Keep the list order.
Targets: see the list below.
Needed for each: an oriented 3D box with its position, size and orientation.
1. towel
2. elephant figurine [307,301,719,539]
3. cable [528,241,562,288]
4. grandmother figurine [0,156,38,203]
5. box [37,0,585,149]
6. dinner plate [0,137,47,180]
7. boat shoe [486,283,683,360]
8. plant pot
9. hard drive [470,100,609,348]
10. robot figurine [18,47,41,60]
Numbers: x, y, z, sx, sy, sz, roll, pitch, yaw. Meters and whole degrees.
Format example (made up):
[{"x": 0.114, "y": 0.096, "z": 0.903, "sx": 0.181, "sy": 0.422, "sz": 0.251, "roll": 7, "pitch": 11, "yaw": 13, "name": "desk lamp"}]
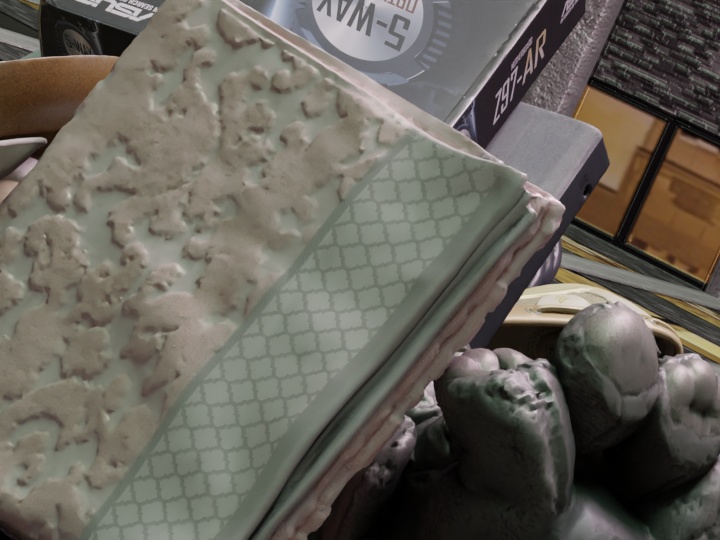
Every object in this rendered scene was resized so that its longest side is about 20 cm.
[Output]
[{"x": -0.058, "y": 0.010, "z": 0.993, "sx": 0.191, "sy": 0.200, "sz": 0.032, "roll": 30, "pitch": -14, "yaw": 38, "name": "towel"}, {"x": 0.031, "y": 0.080, "z": 1.043, "sx": 0.155, "sy": 0.142, "sz": 0.199, "roll": -35, "pitch": 20, "yaw": -35, "name": "elephant figurine"}, {"x": 0.014, "y": 0.006, "z": 1.573, "sx": 0.200, "sy": 0.163, "sz": 0.051, "roll": 9, "pitch": -56, "yaw": 65, "name": "cable"}, {"x": -0.102, "y": 0.013, "z": 1.087, "sx": 0.060, "sy": 0.122, "sz": 0.200, "roll": 32, "pitch": 7, "yaw": -43, "name": "grandmother figurine"}, {"x": -0.019, "y": -0.117, "z": 1.306, "sx": 0.199, "sy": 0.044, "sz": 0.160, "roll": 20, "pitch": 46, "yaw": 19, "name": "box"}, {"x": -0.208, "y": -0.019, "z": 1.051, "sx": 0.199, "sy": 0.024, "sz": 0.200, "roll": -13, "pitch": 1, "yaw": 0, "name": "dinner plate"}, {"x": 0.052, "y": 0.049, "z": 1.339, "sx": 0.200, "sy": 0.074, "sz": 0.063, "roll": -8, "pitch": 11, "yaw": -29, "name": "boat shoe"}, {"x": -0.185, "y": -0.050, "z": 1.173, "sx": 0.199, "sy": 0.028, "sz": 0.200, "roll": -11, "pitch": -3, "yaw": -1, "name": "plant pot"}, {"x": 0.000, "y": 0.000, "z": 1.277, "sx": 0.139, "sy": 0.200, "sz": 0.033, "roll": 20, "pitch": -30, "yaw": 30, "name": "hard drive"}, {"x": -0.132, "y": -0.049, "z": 1.372, "sx": 0.113, "sy": 0.170, "sz": 0.200, "roll": 52, "pitch": 43, "yaw": 3, "name": "robot figurine"}]
